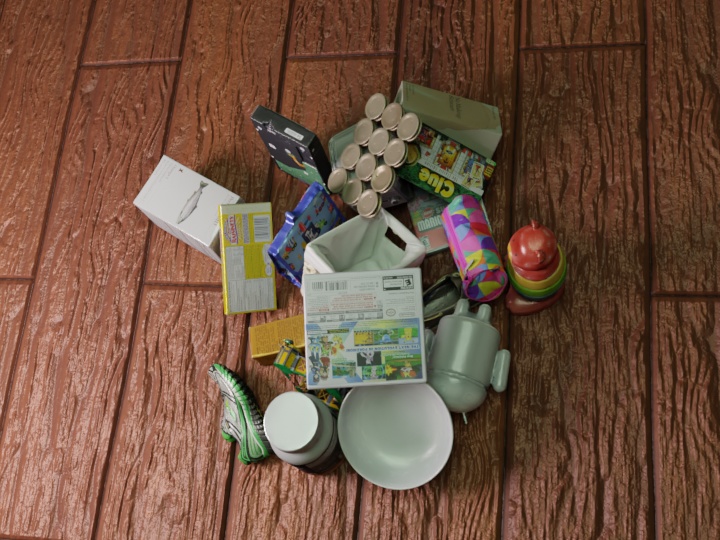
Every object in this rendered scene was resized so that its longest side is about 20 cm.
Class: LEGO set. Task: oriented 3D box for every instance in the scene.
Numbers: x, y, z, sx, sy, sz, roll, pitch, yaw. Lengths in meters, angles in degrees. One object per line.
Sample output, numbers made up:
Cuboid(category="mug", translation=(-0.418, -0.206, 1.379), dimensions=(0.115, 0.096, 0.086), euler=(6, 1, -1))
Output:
Cuboid(category="LEGO set", translation=(-0.054, 0.159, 1.518), dimensions=(0.151, 0.201, 0.118), euler=(13, 65, 30))

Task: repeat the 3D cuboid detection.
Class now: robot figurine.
Cuboid(category="robot figurine", translation=(0.176, 0.156, 1.502), dimensions=(0.166, 0.113, 0.204), euler=(13, 74, 19))

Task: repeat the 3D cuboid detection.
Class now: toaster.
Cuboid(category="toaster", translation=(0.017, -0.206, 1.662), dimensions=(0.127, 0.113, 0.205), euler=(-20, 68, 20))

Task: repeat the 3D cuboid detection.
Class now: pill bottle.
Cuboid(category="pill bottle", translation=(-0.092, 0.274, 1.474), dimensions=(0.113, 0.200, 0.119), euler=(-4, 68, 11))

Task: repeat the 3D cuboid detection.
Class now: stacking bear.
Cuboid(category="stacking bear", translation=(0.297, -0.014, 1.489), dimensions=(0.111, 0.200, 0.125), euler=(-3, 69, 11))

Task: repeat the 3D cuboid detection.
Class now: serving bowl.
Cuboid(category="serving bowl", translation=(0.062, 0.258, 1.463), dimensions=(0.195, 0.066, 0.206), euler=(2, 102, 11))

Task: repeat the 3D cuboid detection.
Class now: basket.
Cuboid(category="basket", translation=(0.000, 0.000, 1.551), dimensions=(0.135, 0.125, 0.198), euler=(42, 48, 21))

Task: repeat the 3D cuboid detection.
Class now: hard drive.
Cuboid(category="hard drive", translation=(-0.121, -0.226, 1.661), dimensions=(0.138, 0.201, 0.038), euler=(30, 76, 21))

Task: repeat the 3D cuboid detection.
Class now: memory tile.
Cuboid(category="memory tile", translation=(0.025, -0.207, 1.563), dimensions=(0.153, 0.017, 0.203), euler=(37, 102, 44))

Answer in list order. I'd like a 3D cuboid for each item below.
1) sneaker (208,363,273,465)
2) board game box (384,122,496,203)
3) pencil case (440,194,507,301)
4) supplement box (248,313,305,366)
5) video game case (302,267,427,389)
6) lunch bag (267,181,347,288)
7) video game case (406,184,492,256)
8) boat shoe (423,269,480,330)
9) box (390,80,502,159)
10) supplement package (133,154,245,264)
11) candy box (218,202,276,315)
Cuboid(category="sneaker", translation=(-0.228, 0.257, 1.577), dimensions=(0.084, 0.078, 0.202), euler=(-32, 67, 0))
Cuboid(category="board game box", translation=(0.145, -0.191, 1.587), dimensions=(0.197, 0.023, 0.107), euler=(24, 96, -21))
Cuboid(category="pencil case", translation=(0.198, -0.040, 1.535), dimensions=(0.086, 0.089, 0.203), euler=(-18, 46, 6))
Cuboid(category="supplement box", translation=(-0.104, 0.119, 1.605), dimensions=(0.195, 0.067, 0.070), euler=(-15, 68, 6))
Cuboid(category="video game case", translation=(0.007, 0.094, 1.412), dimensions=(0.194, 0.022, 0.187), euler=(-3, 83, 3))
Cuboid(category="lunch bag", translation=(-0.103, -0.067, 1.598), dimensions=(0.093, 0.200, 0.152), euler=(32, 80, 21))
Cuboid(category="video game case", translation=(0.158, -0.138, 1.665), dimensions=(0.140, 0.017, 0.204), euler=(-17, 68, 7))
Cuboid(category="boat shoe", translation=(0.173, 0.037, 1.575), dimensions=(0.198, 0.060, 0.072), euler=(-34, 66, -1))
Cuboid(category="box", translation=(0.158, -0.273, 1.625), dimensions=(0.195, 0.079, 0.096), euler=(12, 44, -12))
Cuboid(category="supplement package", translation=(-0.322, -0.116, 1.711), dimensions=(0.197, 0.118, 0.118), euler=(28, 77, 20))
Cuboid(category="candy box", translation=(-0.211, -0.023, 1.635), dimensions=(0.100, 0.026, 0.206), euler=(-4, 95, -21))
